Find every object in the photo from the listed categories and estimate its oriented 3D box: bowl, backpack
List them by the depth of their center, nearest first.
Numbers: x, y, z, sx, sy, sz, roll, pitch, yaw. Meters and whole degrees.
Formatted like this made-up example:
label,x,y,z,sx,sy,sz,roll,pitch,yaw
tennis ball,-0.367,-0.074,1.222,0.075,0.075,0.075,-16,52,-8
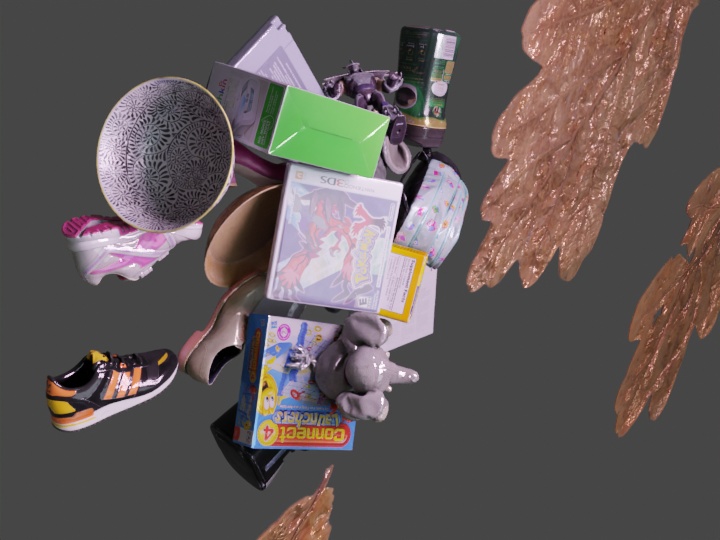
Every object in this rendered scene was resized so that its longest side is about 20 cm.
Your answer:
label,x,y,z,sx,sy,sz,roll,pitch,yaw
bowl,-0.240,-0.147,1.122,0.094,0.199,0.203,6,102,-73
backpack,0.114,-0.098,1.464,0.201,0.125,0.168,-69,180,-55

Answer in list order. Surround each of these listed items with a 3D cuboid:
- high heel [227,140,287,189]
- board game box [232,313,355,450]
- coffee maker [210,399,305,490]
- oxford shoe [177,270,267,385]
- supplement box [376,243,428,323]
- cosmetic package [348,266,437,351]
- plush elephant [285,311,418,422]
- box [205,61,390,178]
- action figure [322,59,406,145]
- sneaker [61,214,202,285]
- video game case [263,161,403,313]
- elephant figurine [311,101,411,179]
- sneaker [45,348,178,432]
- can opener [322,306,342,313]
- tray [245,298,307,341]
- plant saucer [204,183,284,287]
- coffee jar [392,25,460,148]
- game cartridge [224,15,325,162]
label,x,y,z,sx,sy,sz,roll,pitch,yaw
high heel,-0.159,-0.173,1.271,0.199,0.067,0.097,-8,88,-41
board game box,-0.091,0.177,1.319,0.199,0.056,0.198,10,85,-39
coffee maker,-0.147,0.233,1.400,0.200,0.134,0.193,-42,116,-29
oxford shoe,-0.196,0.091,1.309,0.201,0.073,0.071,-54,151,-12
supplement box,0.000,0.000,1.349,0.110,0.198,0.110,-34,140,-82
cosmetic package,0.062,0.068,1.602,0.199,0.051,0.152,-16,118,-42
plush elephant,0.010,0.149,1.264,0.199,0.154,0.167,13,83,-39
box,-0.093,-0.208,1.183,0.199,0.176,0.098,7,106,-45
action figure,0.012,-0.271,1.325,0.129,0.201,0.070,-17,141,-4
sneaker,-0.309,-0.035,1.154,0.199,0.081,0.089,-13,119,-36
video game case,-0.039,-0.046,1.246,0.180,0.023,0.202,8,97,-20
elephant figurine,0.016,-0.201,1.403,0.200,0.141,0.156,-52,167,-41
sneaker,-0.345,0.145,1.183,0.199,0.070,0.091,-27,127,-35
can opener,-0.013,-0.016,1.485,0.053,0.066,0.202,33,75,-46
tray,-0.130,0.043,1.409,0.107,0.022,0.201,41,74,-46
plant saucer,-0.163,-0.061,1.280,0.199,0.035,0.201,-36,154,-20
coffee jar,0.108,-0.316,1.462,0.085,0.104,0.202,-4,109,-43
game cartridge,-0.125,-0.265,1.285,0.134,0.040,0.201,-54,136,-22
